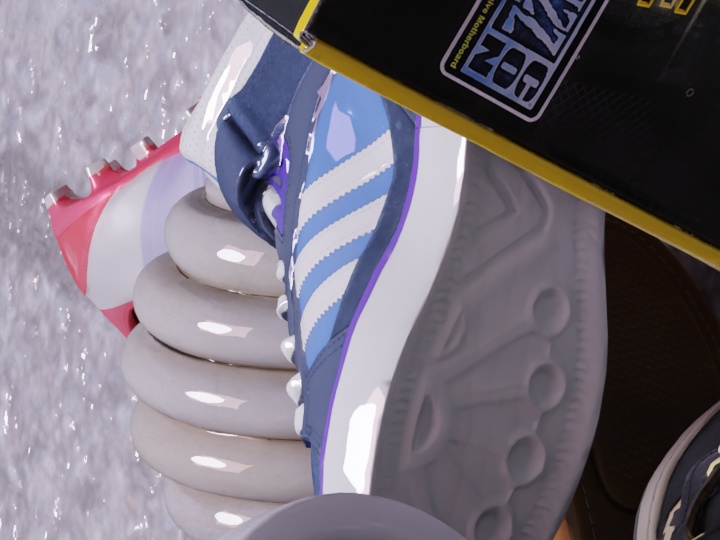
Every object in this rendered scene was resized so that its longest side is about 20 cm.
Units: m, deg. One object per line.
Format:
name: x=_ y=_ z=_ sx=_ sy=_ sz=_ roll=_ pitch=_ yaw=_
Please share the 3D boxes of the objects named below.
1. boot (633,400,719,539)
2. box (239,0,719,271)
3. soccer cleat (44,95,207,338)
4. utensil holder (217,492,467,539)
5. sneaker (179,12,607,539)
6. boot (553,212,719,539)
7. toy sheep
boot: x=0.128 y=0.057 z=0.650 sx=0.073 sy=0.200 sz=0.151 roll=42 pitch=126 yaw=-1
box: x=0.083 y=-0.117 z=0.665 sx=0.201 sy=0.159 sz=0.049 roll=-60 pitch=31 yaw=7
soccer cleat: x=-0.045 y=-0.029 z=0.998 sx=0.200 sy=0.067 sz=0.077 roll=-25 pitch=97 yaw=48
utensil holder: x=-0.057 y=0.163 z=0.648 sx=0.199 sy=0.169 sz=0.171 roll=-23 pitch=68 yaw=36
sneaker: x=0.000 y=0.000 z=0.776 sx=0.146 sy=0.080 sz=0.201 roll=7 pitch=86 yaw=55
boot: x=0.054 y=0.094 z=0.827 sx=0.155 sy=0.073 sz=0.201 roll=-35 pitch=57 yaw=54
toy sheep: x=-0.017 y=0.023 z=0.885 sx=0.138 sy=0.137 sz=0.201 roll=19 pitch=116 yaw=55
